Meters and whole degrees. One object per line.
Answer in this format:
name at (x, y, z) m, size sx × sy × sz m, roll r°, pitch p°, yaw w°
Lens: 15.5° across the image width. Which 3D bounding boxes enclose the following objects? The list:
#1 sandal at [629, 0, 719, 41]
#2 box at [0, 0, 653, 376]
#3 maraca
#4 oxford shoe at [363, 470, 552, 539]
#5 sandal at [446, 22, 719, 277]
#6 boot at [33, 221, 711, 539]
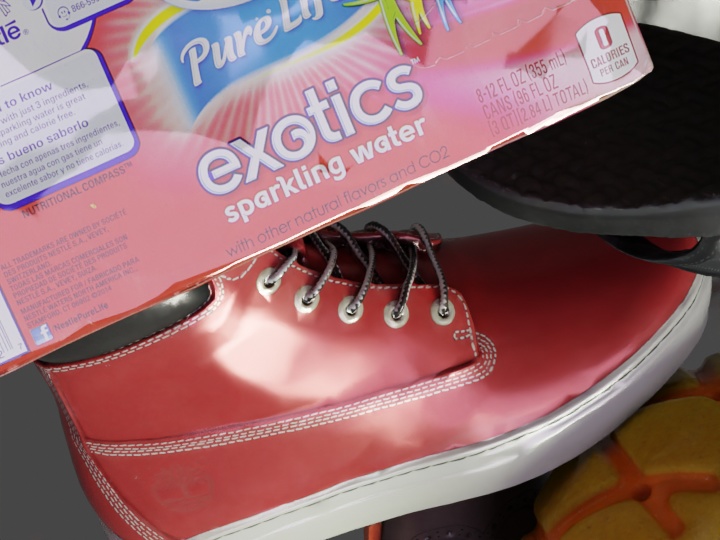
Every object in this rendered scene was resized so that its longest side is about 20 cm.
sandal at (0.116, -0.048, 0.791) m, size 0.076 × 0.043 × 0.200 m, roll -37°, pitch 133°, yaw 6°
box at (-0.043, -0.059, 0.652) m, size 0.199 × 0.095 × 0.100 m, roll -25°, pitch 106°, yaw -6°
maraca at (0.121, 0.071, 0.815) m, size 0.107 × 0.137 × 0.200 m, roll 48°, pitch 63°, yaw -10°
oxford shoe at (0.050, 0.122, 0.874) m, size 0.071 × 0.073 × 0.201 m, roll -20°, pitch 132°, yaw -9°
sandal at (0.110, -0.023, 0.720) m, size 0.199 × 0.075 × 0.048 m, roll 9°, pitch 135°, yaw 19°
boot at (0.000, 0.000, 0.759) m, size 0.199 × 0.073 × 0.145 m, roll -23°, pitch 131°, yaw -3°
